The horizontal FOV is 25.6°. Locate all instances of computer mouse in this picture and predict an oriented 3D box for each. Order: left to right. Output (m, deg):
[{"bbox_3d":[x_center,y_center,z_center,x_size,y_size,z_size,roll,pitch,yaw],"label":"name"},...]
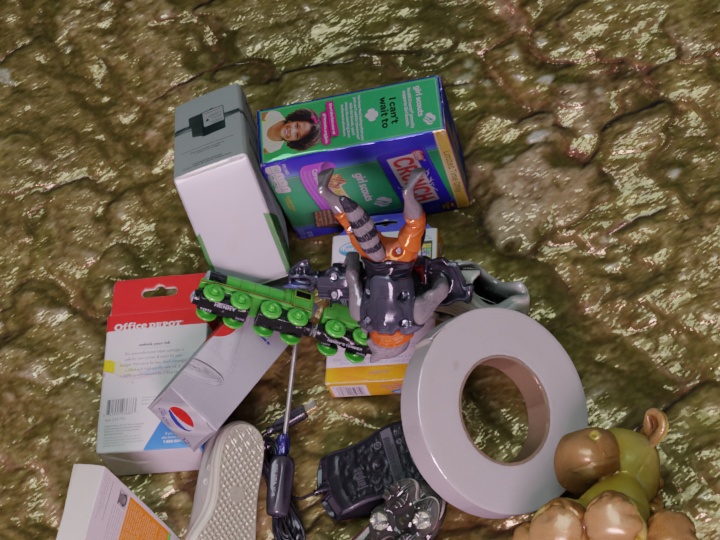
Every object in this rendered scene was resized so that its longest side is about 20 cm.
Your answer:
[{"bbox_3d":[-0.011,0.189,1.609,0.199,0.046,0.141,-29,63,11],"label":"computer mouse"}]

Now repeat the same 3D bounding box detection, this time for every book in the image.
[{"bbox_3d":[-0.239,0.286,1.521,0.048,0.200,0.135,3,62,15],"label":"book"}]

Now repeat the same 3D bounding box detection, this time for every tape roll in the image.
[{"bbox_3d":[0.130,0.136,1.531,0.201,0.037,0.205,8,72,-27],"label":"tape roll"}]

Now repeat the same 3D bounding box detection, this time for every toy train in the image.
[{"bbox_3d":[-0.075,0.043,1.610,0.198,0.042,0.057,17,42,-10],"label":"toy train"}]

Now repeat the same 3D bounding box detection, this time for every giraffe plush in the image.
[{"bbox_3d":[0.234,0.211,1.462,0.171,0.200,0.164,-19,50,32],"label":"giraffe plush"}]

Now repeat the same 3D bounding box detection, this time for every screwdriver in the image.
[{"bbox_3d":[-0.077,0.151,1.610,0.029,0.028,0.202,-21,59,47],"label":"screwdriver"}]

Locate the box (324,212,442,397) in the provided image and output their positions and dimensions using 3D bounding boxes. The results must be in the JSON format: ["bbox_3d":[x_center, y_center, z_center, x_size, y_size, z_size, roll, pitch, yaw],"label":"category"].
[{"bbox_3d":[0.027,0.034,1.684,0.118,0.042,0.202,-4,59,12],"label":"box"}]

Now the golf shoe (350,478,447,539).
[{"bbox_3d":[0.015,0.285,1.536,0.200,0.088,0.077,-46,72,14],"label":"golf shoe"}]

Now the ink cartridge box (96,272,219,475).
[{"bbox_3d":[-0.210,0.109,1.686,0.115,0.067,0.202,-5,61,11],"label":"ink cartridge box"}]

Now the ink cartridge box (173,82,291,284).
[{"bbox_3d":[-0.138,-0.090,1.688,0.082,0.148,0.200,-18,27,4],"label":"ink cartridge box"}]

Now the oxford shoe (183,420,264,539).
[{"bbox_3d":[-0.143,0.251,1.597,0.058,0.075,0.202,-7,68,60],"label":"oxford shoe"}]

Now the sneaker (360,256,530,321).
[{"bbox_3d":[0.080,0.015,1.611,0.198,0.081,0.076,17,52,2],"label":"sneaker"}]

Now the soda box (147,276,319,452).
[{"bbox_3d":[-0.129,0.088,1.628,0.068,0.063,0.200,43,52,-4],"label":"soda box"}]

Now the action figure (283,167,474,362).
[{"bbox_3d":[0.000,0.000,1.537,0.198,0.195,0.105,-4,23,21],"label":"action figure"}]

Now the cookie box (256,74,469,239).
[{"bbox_3d":[0.006,-0.118,1.695,0.198,0.171,0.076,-11,62,8],"label":"cookie box"}]
